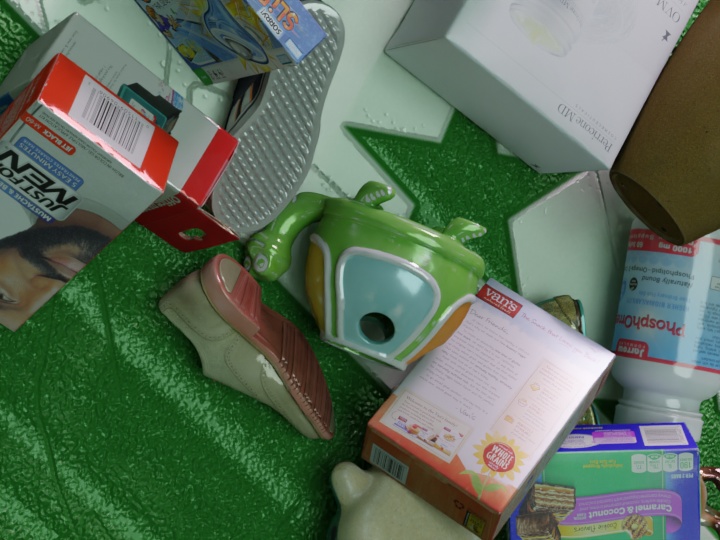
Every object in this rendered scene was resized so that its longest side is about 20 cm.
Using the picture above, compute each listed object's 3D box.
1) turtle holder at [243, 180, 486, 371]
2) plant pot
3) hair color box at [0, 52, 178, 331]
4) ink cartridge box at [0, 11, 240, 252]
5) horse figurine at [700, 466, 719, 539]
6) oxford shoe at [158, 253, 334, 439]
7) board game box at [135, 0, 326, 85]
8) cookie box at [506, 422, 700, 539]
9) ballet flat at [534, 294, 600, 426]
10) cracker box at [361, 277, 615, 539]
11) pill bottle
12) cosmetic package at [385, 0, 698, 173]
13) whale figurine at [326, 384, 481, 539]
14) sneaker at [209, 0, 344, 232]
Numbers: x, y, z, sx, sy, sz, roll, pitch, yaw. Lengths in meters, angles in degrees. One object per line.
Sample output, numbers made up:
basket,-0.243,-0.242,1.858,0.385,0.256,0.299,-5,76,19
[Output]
turtle holder,0.007,0.002,1.200,0.184,0.141,0.133,24,84,-26
plant pot,0.322,-0.123,1.273,0.200,0.186,0.187,-45,110,-5
hair color box,-0.237,-0.052,1.053,0.111,0.200,0.064,36,38,-22
ink cartridge box,-0.177,-0.100,1.117,0.200,0.116,0.068,38,68,-22
horse figurine,0.301,0.252,1.395,0.199,0.050,0.133,-35,89,-12
oxford shoe,-0.090,0.073,1.208,0.073,0.071,0.201,-26,118,18
board game box,-0.116,-0.210,1.098,0.034,0.200,0.136,-45,109,-17
cookie box,0.216,0.245,1.292,0.169,0.075,0.202,-3,103,6
ballet flat,0.189,0.124,1.340,0.070,0.071,0.202,-16,99,-24
cracker box,0.111,0.115,1.231,0.133,0.058,0.200,32,55,17
pill bottle,0.294,0.054,1.357,0.108,0.109,0.202,11,87,-25
cosmetic package,0.165,-0.223,1.277,0.199,0.123,0.201,34,79,-23
whale figurine,0.034,0.206,1.259,0.158,0.104,0.202,22,58,-23
sneaker,-0.070,-0.131,1.197,0.078,0.079,0.201,21,103,-21
